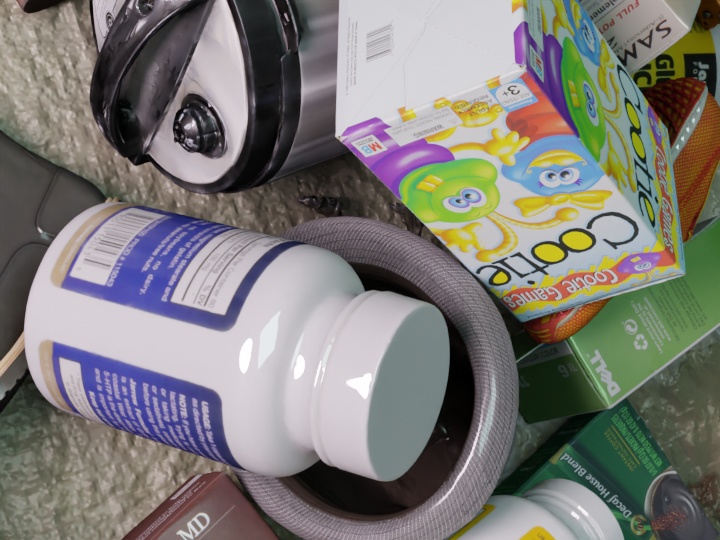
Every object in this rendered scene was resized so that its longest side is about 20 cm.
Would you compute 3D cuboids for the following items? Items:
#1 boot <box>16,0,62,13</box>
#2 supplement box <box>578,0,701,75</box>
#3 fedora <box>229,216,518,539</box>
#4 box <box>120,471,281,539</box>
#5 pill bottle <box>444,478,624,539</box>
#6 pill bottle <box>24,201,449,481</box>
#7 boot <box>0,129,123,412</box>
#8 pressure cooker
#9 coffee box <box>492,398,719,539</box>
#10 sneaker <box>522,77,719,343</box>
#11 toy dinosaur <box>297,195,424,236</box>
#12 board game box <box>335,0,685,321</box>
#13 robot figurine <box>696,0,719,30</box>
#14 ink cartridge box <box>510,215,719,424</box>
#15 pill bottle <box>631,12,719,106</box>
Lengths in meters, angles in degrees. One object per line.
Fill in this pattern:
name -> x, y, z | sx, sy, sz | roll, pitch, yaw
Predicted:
boot -> -0.184, -0.280, 0.856 | 0.186, 0.064, 0.201 | -33, 89, -27
supplement box -> 0.110, -0.215, 0.811 | 0.200, 0.073, 0.126 | 45, 39, -11
fedora -> 0.013, 0.071, 0.806 | 0.090, 0.199, 0.178 | 25, 95, -57
box -> -0.059, 0.222, 0.801 | 0.100, 0.075, 0.200 | -42, 95, -24
pill bottle -> 0.064, 0.192, 0.779 | 0.200, 0.104, 0.105 | -28, 92, -42
pill bottle -> -0.062, 0.040, 0.730 | 0.120, 0.199, 0.120 | -36, 133, -52
boot -> -0.230, 0.007, 0.777 | 0.138, 0.077, 0.200 | 37, 55, -8
pressure cooker -> -0.060, -0.139, 0.800 | 0.199, 0.178, 0.177 | -24, 120, -34
coffee box -> 0.128, 0.187, 0.902 | 0.200, 0.044, 0.123 | -37, 95, -25
sneaker -> 0.169, -0.027, 0.854 | 0.200, 0.073, 0.077 | -50, 122, -18
toy dinosaur -> 0.000, 0.000, 0.883 | 0.199, 0.047, 0.089 | 2, 96, -22
board game box -> 0.083, -0.072, 0.739 | 0.200, 0.103, 0.105 | 41, 40, -46
robot figurine -> 0.208, -0.265, 0.893 | 0.145, 0.058, 0.200 | -39, 99, -17
ink cartridge box -> 0.151, 0.047, 0.906 | 0.199, 0.104, 0.060 | -33, 92, -25
pill bottle -> 0.172, -0.130, 0.944 | 0.199, 0.112, 0.113 | -6, 82, -23
